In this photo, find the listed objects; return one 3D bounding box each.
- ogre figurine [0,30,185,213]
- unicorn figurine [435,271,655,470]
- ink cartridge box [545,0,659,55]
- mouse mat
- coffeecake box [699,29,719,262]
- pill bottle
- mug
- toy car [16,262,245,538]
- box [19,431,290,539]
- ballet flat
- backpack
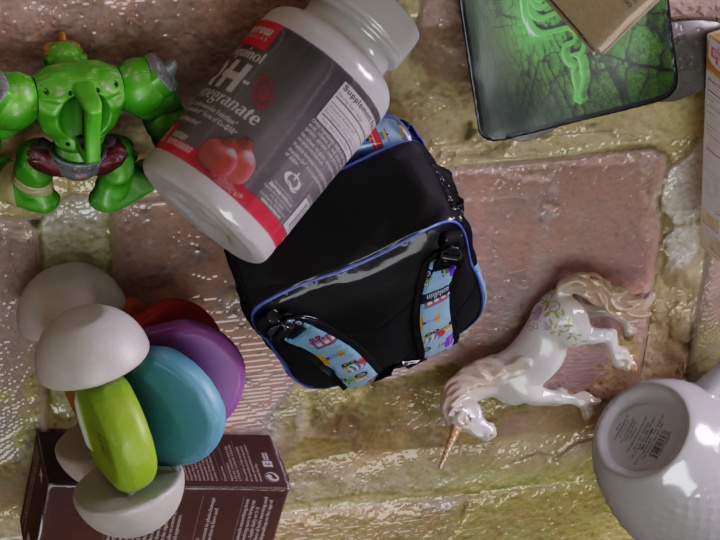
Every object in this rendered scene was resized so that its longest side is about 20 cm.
[{"bbox_3d":[-0.198,-0.096,1.483,0.200,0.098,0.120,6,135,-8],"label":"ogre figurine"},{"bbox_3d":[0.148,0.081,1.749,0.137,0.074,0.200,21,100,-29],"label":"unicorn figurine"},{"bbox_3d":[0.155,-0.273,1.420,0.165,0.075,0.200,-42,92,15],"label":"ink cartridge box"},{"bbox_3d":[0.149,-0.201,1.543,0.161,0.008,0.200,-15,114,-9],"label":"mouse mat"},{"bbox_3d":[0.347,-0.107,1.645,0.153,0.073,0.200,-21,130,-20],"label":"coffeecake box"},{"bbox_3d":[-0.050,-0.113,1.478,0.200,0.111,0.111,-51,128,-10],"label":"pill bottle"},{"bbox_3d":[0.291,0.149,1.781,0.200,0.148,0.175,-50,136,0],"label":"mug"},{"bbox_3d":[-0.161,0.085,1.566,0.150,0.200,0.175,-17,114,-11],"label":"toy car"},{"bbox_3d":[-0.168,0.191,1.718,0.200,0.075,0.100,2,125,-22],"label":"box"},{"bbox_3d":[0.188,-0.148,1.608,0.200,0.046,0.067,-21,114,-9],"label":"ballet flat"},{"bbox_3d":[0.000,0.000,1.592,0.182,0.135,0.200,-24,153,1],"label":"backpack"}]
